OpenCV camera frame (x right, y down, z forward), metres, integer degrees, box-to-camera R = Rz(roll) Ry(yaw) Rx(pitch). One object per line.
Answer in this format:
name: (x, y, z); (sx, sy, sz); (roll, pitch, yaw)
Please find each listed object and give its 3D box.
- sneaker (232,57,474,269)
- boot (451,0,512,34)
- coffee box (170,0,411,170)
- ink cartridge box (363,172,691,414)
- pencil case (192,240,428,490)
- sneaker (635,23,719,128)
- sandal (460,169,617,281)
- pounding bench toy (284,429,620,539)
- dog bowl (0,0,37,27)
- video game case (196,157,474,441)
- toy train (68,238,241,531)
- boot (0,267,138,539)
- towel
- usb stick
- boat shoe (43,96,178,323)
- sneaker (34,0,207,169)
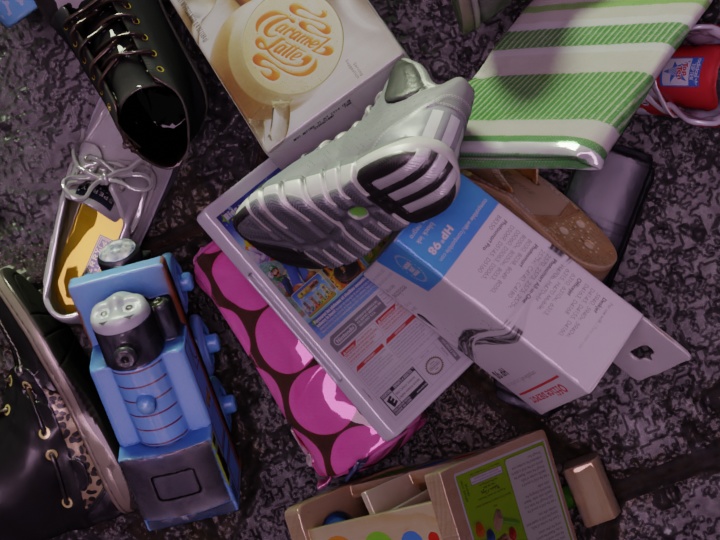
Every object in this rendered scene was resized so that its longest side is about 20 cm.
sneaker: (0.006, -0.074, 1.184); (0.075, 0.200, 0.116); (40, 55, -27)
boot: (0.156, -0.222, 1.223); (0.200, 0.182, 0.073); (-10, 110, 11)
coffee box: (-0.053, -0.172, 1.258); (0.114, 0.080, 0.200); (-34, 65, 6)
ink cartridge box: (0.107, 0.029, 1.221); (0.200, 0.116, 0.067); (38, 75, -1)
pencil case: (-0.040, 0.050, 1.301); (0.094, 0.091, 0.200); (-33, 86, 15)
sneaker: (0.185, -0.130, 1.248); (0.200, 0.112, 0.071); (-3, 95, 7)
sandal: (0.102, -0.083, 1.260); (0.212, 0.078, 0.070); (42, 127, 15)
pounding bench toy: (0.070, 0.189, 1.280); (0.156, 0.200, 0.124); (-19, 87, 39)
dog bowl: (-0.190, -0.241, 1.297); (0.200, 0.111, 0.050); (-34, 102, 7)
video game case: (0.000, 0.000, 1.277); (0.200, 0.018, 0.143); (50, 56, -1)
toy train: (-0.139, 0.078, 1.275); (0.087, 0.114, 0.200); (-14, 120, 4)
boot: (-0.260, 0.115, 1.340); (0.150, 0.073, 0.200); (-29, 94, 8)
towel: (0.140, -0.134, 1.205); (0.152, 0.200, 0.023); (3, 134, 43)
usb stick: (0.150, 0.005, 1.299); (0.055, 0.033, 0.200); (21, 95, 3)
boat shoe: (-0.183, -0.057, 1.312); (0.074, 0.086, 0.202); (23, 95, 5)
sneaker: (-0.164, -0.163, 1.218); (0.075, 0.106, 0.200); (-34, 109, 7)
